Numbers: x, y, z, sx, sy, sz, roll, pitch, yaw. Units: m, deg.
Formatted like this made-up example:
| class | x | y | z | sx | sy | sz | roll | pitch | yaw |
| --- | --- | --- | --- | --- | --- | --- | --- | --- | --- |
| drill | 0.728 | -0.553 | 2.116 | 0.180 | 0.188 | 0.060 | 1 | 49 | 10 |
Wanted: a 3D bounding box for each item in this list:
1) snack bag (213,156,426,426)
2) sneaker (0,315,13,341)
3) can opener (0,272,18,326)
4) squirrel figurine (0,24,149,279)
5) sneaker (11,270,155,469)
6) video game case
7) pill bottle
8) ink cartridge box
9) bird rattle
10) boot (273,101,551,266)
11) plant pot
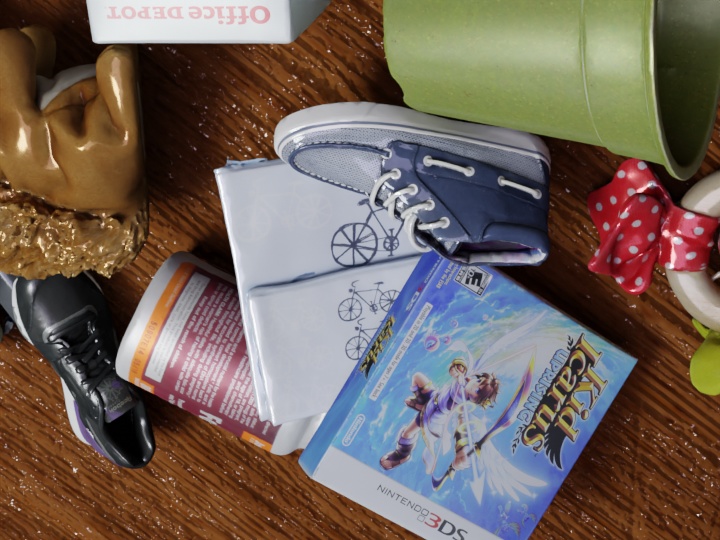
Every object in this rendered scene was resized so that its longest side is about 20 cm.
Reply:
| class | x | y | z | sx | sy | sz | roll | pitch | yaw |
| --- | --- | --- | --- | --- | --- | --- | --- | --- | --- |
| snack bag | 0.000 | 0.000 | 0.975 | 0.188 | 0.021 | 0.200 | -12 | 101 | -13 |
| sneaker | -0.328 | 0.046 | 1.063 | 0.074 | 0.200 | 0.118 | -30 | 110 | -3 |
| can opener | -0.303 | -0.031 | 1.088 | 0.066 | 0.053 | 0.200 | -21 | 109 | 24 |
| squirrel figurine | -0.251 | -0.079 | 0.961 | 0.186 | 0.142 | 0.200 | -4 | 110 | -8 |
| sneaker | -0.215 | 0.077 | 1.081 | 0.088 | 0.076 | 0.200 | 30 | 146 | 48 |
| video game case | 0.082 | 0.104 | 0.983 | 0.181 | 0.045 | 0.200 | 31 | 91 | -20 |
| pill bottle | -0.082 | 0.076 | 1.048 | 0.200 | 0.114 | 0.114 | 26 | 119 | 2 |
| ink cartridge box | -0.100 | -0.262 | 0.869 | 0.145 | 0.145 | 0.200 | 2 | 117 | 13 |
| bird rattle | 0.266 | -0.011 | 0.945 | 0.163 | 0.113 | 0.200 | -36 | 89 | 15 |
| boot | 0.038 | -0.057 | 0.912 | 0.200 | 0.090 | 0.073 | 5 | 152 | -7 |
| plant pot | 0.123 | -0.164 | 0.851 | 0.190 | 0.200 | 0.200 | 6 | 117 | 26 |
